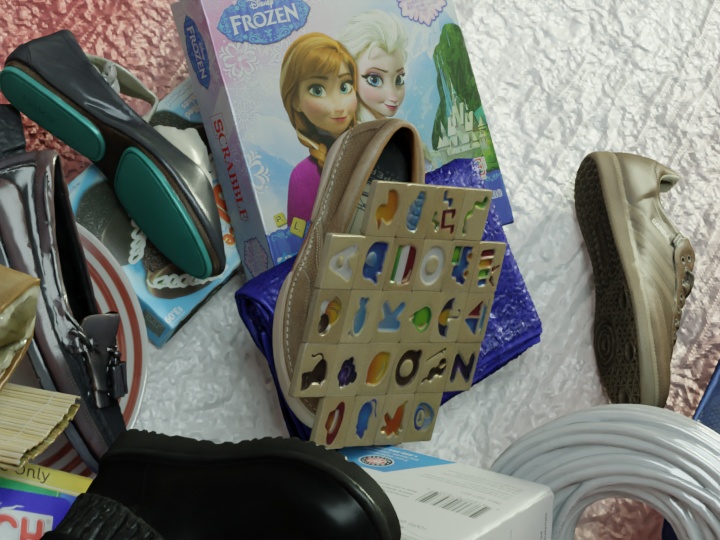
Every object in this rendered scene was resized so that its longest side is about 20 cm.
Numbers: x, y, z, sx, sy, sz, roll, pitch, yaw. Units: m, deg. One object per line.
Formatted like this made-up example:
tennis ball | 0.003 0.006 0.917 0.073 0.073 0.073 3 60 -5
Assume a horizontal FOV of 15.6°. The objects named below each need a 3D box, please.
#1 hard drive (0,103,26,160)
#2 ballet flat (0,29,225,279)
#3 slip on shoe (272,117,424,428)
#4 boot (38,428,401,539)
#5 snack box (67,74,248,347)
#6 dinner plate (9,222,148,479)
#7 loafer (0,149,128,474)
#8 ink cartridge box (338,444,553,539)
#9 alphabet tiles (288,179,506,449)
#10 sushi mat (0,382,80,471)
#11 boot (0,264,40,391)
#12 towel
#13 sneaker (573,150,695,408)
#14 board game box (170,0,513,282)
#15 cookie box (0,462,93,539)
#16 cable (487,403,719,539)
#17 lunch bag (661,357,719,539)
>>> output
hard drive | -0.303 -0.032 1.660 0.199 0.038 0.140 -6 67 -22
ballet flat | -0.142 -0.082 1.679 0.200 0.073 0.073 43 59 11
slip on shoe | 0.000 0.000 1.628 0.076 0.061 0.200 23 70 -23
boot | -0.095 0.167 1.414 0.158 0.211 0.080 -51 129 -39
snack box | -0.106 -0.055 1.739 0.116 0.037 0.200 43 59 2
dinner plate | -0.230 0.054 1.624 0.200 0.024 0.201 0 88 -19
loafer | -0.176 0.023 1.589 0.063 0.072 0.200 -24 93 5
ink cartridge box | 0.002 0.179 1.558 0.145 0.084 0.200 13 20 32
alphabet tiles | 0.026 0.028 1.619 0.006 0.167 0.200 19 10 33
sushi mat | -0.270 0.074 1.528 0.199 0.012 0.096 12 21 11
boot | -0.263 -0.017 1.548 0.200 0.066 0.175 23 78 31
towel | 0.025 0.032 1.701 0.200 0.050 0.148 -33 113 -29
sneaker | 0.200 0.008 1.798 0.075 0.070 0.200 2 65 -19
board game box | -0.009 -0.102 1.744 0.200 0.041 0.200 -17 91 -34
cookie box | -0.247 0.206 1.532 0.171 0.075 0.200 15 64 -17
cable | 0.167 0.177 1.638 0.200 0.200 0.069 59 21 -3
lunch bag | 0.284 0.127 1.731 0.136 0.132 0.200 22 54 13
